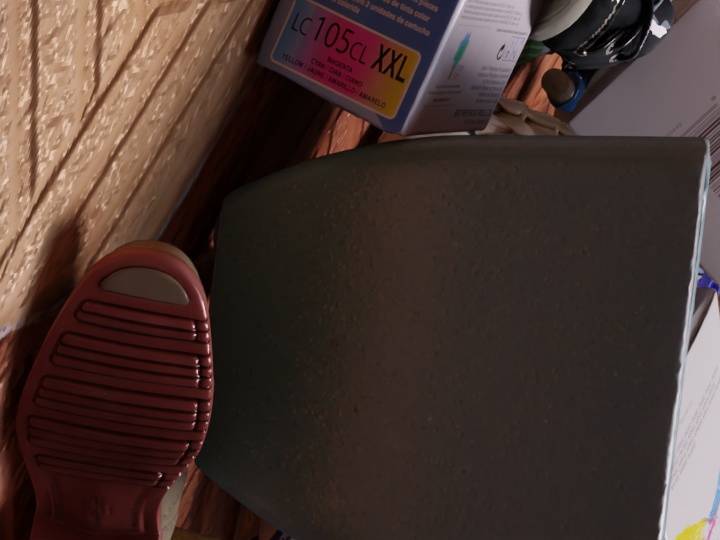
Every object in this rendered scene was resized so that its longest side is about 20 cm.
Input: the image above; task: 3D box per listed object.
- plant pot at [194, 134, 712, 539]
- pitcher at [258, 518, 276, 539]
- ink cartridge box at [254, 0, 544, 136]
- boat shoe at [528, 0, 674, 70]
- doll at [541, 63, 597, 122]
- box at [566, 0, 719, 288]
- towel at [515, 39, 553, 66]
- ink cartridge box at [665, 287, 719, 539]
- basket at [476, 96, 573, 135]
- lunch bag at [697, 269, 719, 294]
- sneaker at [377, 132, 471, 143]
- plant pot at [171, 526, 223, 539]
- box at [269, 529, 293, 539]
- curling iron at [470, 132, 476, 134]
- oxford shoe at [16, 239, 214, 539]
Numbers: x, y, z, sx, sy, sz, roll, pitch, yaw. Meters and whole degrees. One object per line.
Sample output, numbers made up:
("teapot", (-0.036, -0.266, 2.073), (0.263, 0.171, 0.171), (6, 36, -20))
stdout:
("plant pot", (0.039, 0.036, 0.880), (0.196, 0.199, 0.197), (1, 95, -81))
("pitcher", (0.020, 0.131, 1.207), (0.172, 0.121, 0.200), (-58, 174, 1))
("ink cartridge box", (0.046, -0.161, 0.853), (0.200, 0.076, 0.136), (-64, 166, 12))
("boat shoe", (0.114, -0.127, 0.971), (0.075, 0.066, 0.199), (-64, -174, -1))
("doll", (0.150, -0.144, 1.220), (0.136, 0.048, 0.200), (-47, 165, -35))
("box", (0.191, -0.080, 1.084), (0.097, 0.124, 0.200), (-44, -178, 16))
("towel", (0.096, -0.170, 1.118), (0.200, 0.023, 0.153), (-32, 147, -64))
("ink cartridge box", (0.114, 0.123, 1.086), (0.145, 0.145, 0.201), (-49, 135, -54))
("basket", (0.115, -0.017, 1.241), (0.124, 0.135, 0.200), (-65, 167, 1))
("lunch bag", (0.169, -0.010, 1.404), (0.094, 0.150, 0.200), (-46, 159, -47))
("sneaker", (-0.001, 0.011, 1.008), (0.200, 0.070, 0.093), (-60, 172, -1))
("plant pot", (-0.089, 0.215, 0.907), (0.186, 0.186, 0.201), (48, 57, -75))
("box", (0.062, 0.155, 1.015), (0.121, 0.200, 0.032), (-55, 175, 39))
("curling iron", (0.000, 0.000, 1.073), (0.200, 0.026, 0.050), (-57, -157, -7))
("oxford shoe", (-0.095, 0.055, 0.809), (0.075, 0.070, 0.200), (-80, -174, -50))
